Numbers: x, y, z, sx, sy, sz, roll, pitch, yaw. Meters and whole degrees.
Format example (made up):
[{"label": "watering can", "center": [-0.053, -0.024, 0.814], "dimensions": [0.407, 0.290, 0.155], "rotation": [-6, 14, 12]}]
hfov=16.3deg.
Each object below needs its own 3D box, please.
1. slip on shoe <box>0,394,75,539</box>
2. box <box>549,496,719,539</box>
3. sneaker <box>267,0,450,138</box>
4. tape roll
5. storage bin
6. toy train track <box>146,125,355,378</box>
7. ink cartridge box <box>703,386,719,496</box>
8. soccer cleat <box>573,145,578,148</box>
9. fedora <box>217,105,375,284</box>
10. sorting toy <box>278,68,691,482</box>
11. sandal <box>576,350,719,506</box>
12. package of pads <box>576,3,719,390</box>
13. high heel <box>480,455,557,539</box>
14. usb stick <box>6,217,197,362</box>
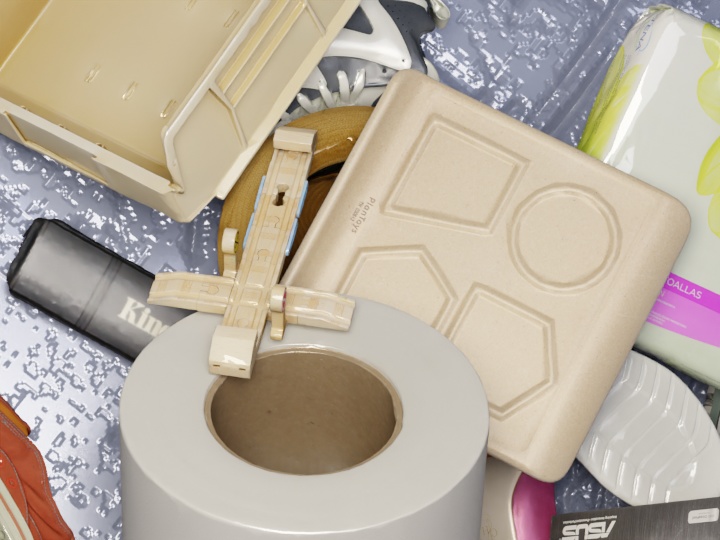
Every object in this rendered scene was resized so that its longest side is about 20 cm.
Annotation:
[{"label": "slip on shoe", "center": [-0.230, 0.099, 1.494], "dimensions": [0.061, 0.074, 0.201], "rotation": [-16, 74, -50]}, {"label": "box", "center": [0.186, 0.214, 1.449], "dimensions": [0.048, 0.200, 0.159], "rotation": [21, 69, -36]}, {"label": "sneaker", "center": [-0.014, -0.110, 1.567], "dimensions": [0.129, 0.080, 0.200], "rotation": [28, 64, 3]}, {"label": "tape roll", "center": [-0.032, 0.126, 1.382], "dimensions": [0.201, 0.140, 0.203], "rotation": [1, 37, -1]}, {"label": "storage bin", "center": [-0.131, -0.158, 1.499], "dimensions": [0.199, 0.094, 0.199], "rotation": [26, 72, 27]}, {"label": "toy train track", "center": [-0.053, -0.021, 1.417], "dimensions": [0.114, 0.033, 0.201], "rotation": [7, 43, 6]}, {"label": "ink cartridge box", "center": [0.271, 0.105, 1.551], "dimensions": [0.084, 0.146, 0.201], "rotation": [20, 75, -15]}, {"label": "soccer cleat", "center": [0.173, -0.054, 1.601], "dimensions": [0.199, 0.069, 0.078], "rotation": [-27, 103, -13]}, {"label": "fedora", "center": [0.000, 0.000, 1.544], "dimensions": [0.199, 0.082, 0.202], "rotation": [2, 84, -17]}, {"label": "sorting toy", "center": [0.069, 0.002, 1.480], "dimensions": [0.199, 0.036, 0.186], "rotation": [27, 80, 6]}, {"label": "sandal", "center": [0.136, 0.078, 1.526], "dimensions": [0.202, 0.050, 0.083], "rotation": [35, 77, -10]}, {"label": "package of pads", "center": [0.201, -0.046, 1.542], "dimensions": [0.154, 0.068, 0.201], "rotation": [25, 91, -11]}, {"label": "high heel", "center": [0.107, 0.155, 1.565], "dimensions": [0.096, 0.067, 0.201], "rotation": [35, 51, -42]}, {"label": "usb stick", "center": [-0.123, 0.035, 1.540], "dimensions": [0.199, 0.033, 0.056], "rotation": [30, 74, -6]}]
